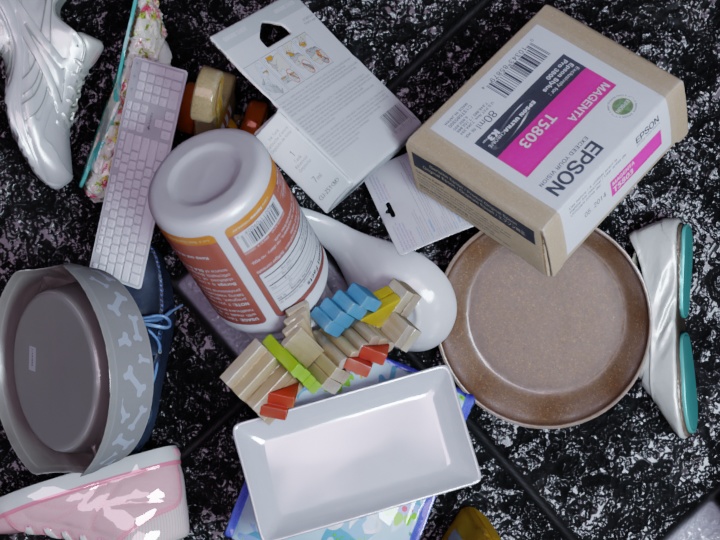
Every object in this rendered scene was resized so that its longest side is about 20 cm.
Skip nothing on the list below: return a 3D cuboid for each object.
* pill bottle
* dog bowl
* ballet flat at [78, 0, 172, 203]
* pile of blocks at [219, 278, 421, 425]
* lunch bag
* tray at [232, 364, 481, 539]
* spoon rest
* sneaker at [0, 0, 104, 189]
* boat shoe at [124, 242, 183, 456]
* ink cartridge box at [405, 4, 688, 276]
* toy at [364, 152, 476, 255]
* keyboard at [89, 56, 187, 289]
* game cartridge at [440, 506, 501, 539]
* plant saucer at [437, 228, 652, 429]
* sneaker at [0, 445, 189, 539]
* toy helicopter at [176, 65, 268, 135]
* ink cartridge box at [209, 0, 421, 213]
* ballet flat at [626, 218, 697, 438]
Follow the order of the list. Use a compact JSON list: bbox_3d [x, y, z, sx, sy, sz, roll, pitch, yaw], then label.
[{"bbox_3d":[-0.095,-0.019,1.619,0.111,0.201,0.113,-13,48,15],"label":"pill bottle"},{"bbox_3d":[-0.256,0.088,1.679,0.058,0.199,0.202,-4,90,-41],"label":"dog bowl"},{"bbox_3d":[-0.204,-0.155,1.731,0.063,0.076,0.202,16,100,-9],"label":"ballet flat"},{"bbox_3d":[-0.021,0.066,1.616,0.199,0.083,0.062,-31,49,-22],"label":"pile of blocks"},{"bbox_3d":[-0.008,0.171,1.696,0.169,0.127,0.202,22,100,1],"label":"lunch bag"},{"bbox_3d":[-0.004,0.160,1.631,0.198,0.022,0.108,-15,81,-6],"label":"tray"},{"bbox_3d":[0.000,0.000,1.723,0.199,0.061,0.100,33,124,3],"label":"spoon rest"},{"bbox_3d":[-0.280,-0.178,1.726,0.098,0.078,0.202,-13,91,-3],"label":"sneaker"},{"bbox_3d":[-0.204,0.070,1.726,0.083,0.069,0.202,-2,89,0],"label":"boat shoe"},{"bbox_3d":[0.166,-0.119,1.659,0.164,0.075,0.200,33,68,30],"label":"ink cartridge box"},{"bbox_3d":[0.113,-0.077,1.721,0.198,0.047,0.116,-24,46,-1],"label":"toy"},{"bbox_3d":[-0.200,-0.087,1.688,0.056,0.011,0.202,18,101,26],"label":"keyboard"},{"bbox_3d":[0.065,0.300,1.658,0.032,0.200,0.177,34,90,-2],"label":"game cartridge"},{"bbox_3d":[0.168,0.043,1.720,0.198,0.037,0.203,3,103,11],"label":"plant saucer"},{"bbox_3d":[-0.250,0.236,1.724,0.198,0.075,0.106,-15,85,-3],"label":"sneaker"},{"bbox_3d":[-0.137,-0.119,1.660,0.078,0.200,0.133,16,75,2],"label":"toy helicopter"},{"bbox_3d":[-0.046,-0.152,1.662,0.174,0.200,0.044,44,117,1],"label":"ink cartridge box"},{"bbox_3d":[0.275,0.053,1.729,0.069,0.069,0.202,-1,86,1],"label":"ballet flat"}]
